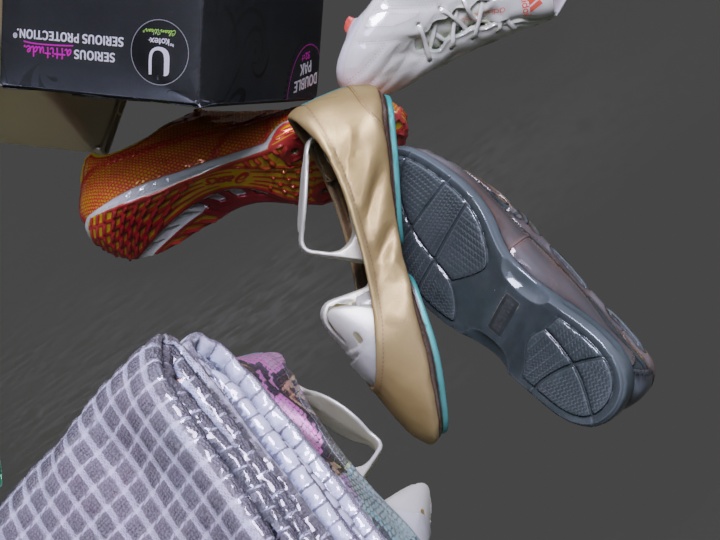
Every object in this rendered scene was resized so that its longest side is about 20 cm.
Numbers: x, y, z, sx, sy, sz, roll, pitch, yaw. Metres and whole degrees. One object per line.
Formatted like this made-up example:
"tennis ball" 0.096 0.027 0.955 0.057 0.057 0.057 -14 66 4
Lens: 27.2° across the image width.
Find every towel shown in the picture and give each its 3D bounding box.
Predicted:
"towel" -0.086 0.154 0.745 0.166 0.086 0.200 -47 69 19

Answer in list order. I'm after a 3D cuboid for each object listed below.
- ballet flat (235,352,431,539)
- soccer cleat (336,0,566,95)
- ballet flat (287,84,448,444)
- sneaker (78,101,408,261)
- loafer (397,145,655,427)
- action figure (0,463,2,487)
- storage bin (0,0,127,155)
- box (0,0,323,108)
"ballet flat" -0.008 0.118 0.798 0.071 0.069 0.200 -26 65 -32
"soccer cleat" 0.072 -0.163 0.888 0.200 0.069 0.078 -39 58 -17
"ballet flat" 0.000 0.000 0.816 0.063 0.069 0.201 -10 86 -10
"sneaker" -0.070 -0.072 0.874 0.199 0.073 0.077 -14 51 -5
"loafer" 0.083 0.006 0.838 0.200 0.063 0.072 48 122 21
"action figure" -0.226 0.052 0.755 0.118 0.055 0.201 -20 93 -44
"storage bin" -0.196 -0.197 0.857 0.093 0.200 0.199 8 69 19
"box" -0.099 -0.193 0.799 0.124 0.148 0.201 9 100 22
